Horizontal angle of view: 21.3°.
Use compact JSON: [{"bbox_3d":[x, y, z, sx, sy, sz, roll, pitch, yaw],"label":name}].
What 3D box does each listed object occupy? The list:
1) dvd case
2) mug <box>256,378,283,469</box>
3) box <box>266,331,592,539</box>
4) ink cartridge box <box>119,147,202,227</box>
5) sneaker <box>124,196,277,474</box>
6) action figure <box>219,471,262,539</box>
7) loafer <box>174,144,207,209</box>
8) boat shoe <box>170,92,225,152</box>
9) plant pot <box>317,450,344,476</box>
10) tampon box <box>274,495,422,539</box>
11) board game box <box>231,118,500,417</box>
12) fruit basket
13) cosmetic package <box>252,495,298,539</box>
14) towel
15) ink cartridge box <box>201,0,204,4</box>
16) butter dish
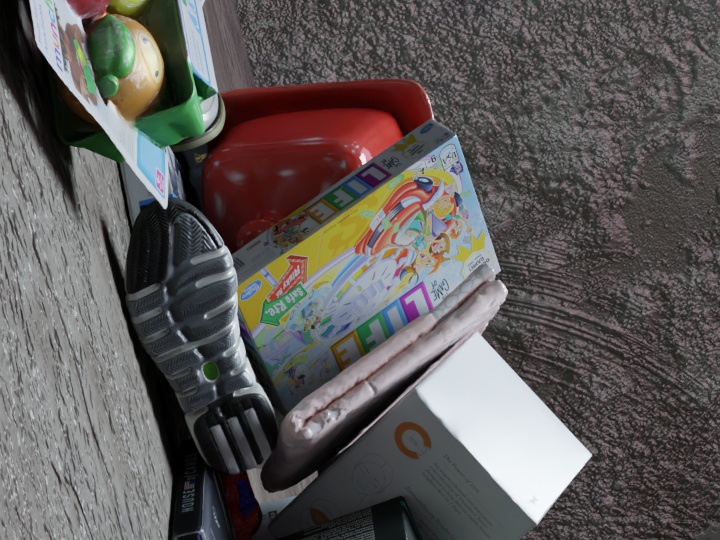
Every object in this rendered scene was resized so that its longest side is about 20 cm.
[{"bbox_3d":[-0.090,0.232,1.298,0.150,0.025,0.200,-100,177,-71],"label":"dvd case"},{"bbox_3d":[-0.064,0.093,1.711,0.176,0.147,0.200,-86,-164,-47],"label":"mug"},{"bbox_3d":[0.047,0.159,1.374,0.124,0.200,0.097,47,40,3],"label":"box"},{"bbox_3d":[-0.140,-0.027,1.447,0.200,0.039,0.100,75,1,-77],"label":"ink cartridge box"},{"bbox_3d":[-0.121,0.035,1.299,0.115,0.075,0.200,-136,-151,-65],"label":"sneaker"},{"bbox_3d":[-0.097,0.133,1.411,0.065,0.052,0.200,95,-16,-69],"label":"action figure"},{"bbox_3d":[-0.131,-0.072,1.583,0.070,0.068,0.201,158,-78,-82],"label":"loafer"},{"bbox_3d":[-0.157,-0.164,1.497,0.200,0.075,0.069,-117,-172,-53],"label":"boat shoe"},{"bbox_3d":[0.037,0.110,1.564,0.187,0.186,0.200,50,24,-87],"label":"plant pot"},{"bbox_3d":[0.000,0.265,1.246,0.200,0.126,0.150,-97,166,-75],"label":"tampon box"},{"bbox_3d":[0.000,0.000,1.373,0.034,0.200,0.135,37,-24,46],"label":"board game box"},{"bbox_3d":[-0.150,-0.157,1.100,0.200,0.094,0.186,68,9,-62],"label":"fruit basket"},{"bbox_3d":[-0.050,0.286,1.468,0.102,0.071,0.200,77,0,-52],"label":"cosmetic package"},{"bbox_3d":[0.012,0.083,1.382,0.032,0.191,0.200,51,-17,10],"label":"towel"},{"bbox_3d":[-0.144,-0.282,1.466,0.200,0.085,0.146,-97,-150,-64],"label":"ink cartridge box"},{"bbox_3d":[-0.046,-0.034,1.448,0.148,0.199,0.201,-33,118,-61],"label":"butter dish"}]
